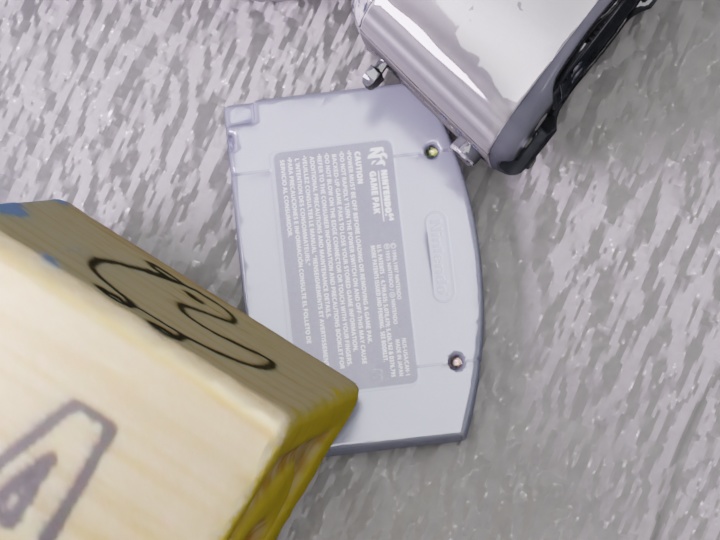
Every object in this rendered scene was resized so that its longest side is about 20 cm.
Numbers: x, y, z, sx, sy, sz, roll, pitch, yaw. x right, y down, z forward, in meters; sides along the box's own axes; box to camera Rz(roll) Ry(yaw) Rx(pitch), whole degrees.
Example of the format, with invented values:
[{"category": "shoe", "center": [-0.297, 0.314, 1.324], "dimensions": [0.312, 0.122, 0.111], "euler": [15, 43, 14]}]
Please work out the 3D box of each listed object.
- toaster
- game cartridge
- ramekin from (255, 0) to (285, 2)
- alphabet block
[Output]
[{"category": "toaster", "center": [0.086, -0.160, 1.425], "dimensions": [0.129, 0.114, 0.200], "euler": [38, 90, 7]}, {"category": "game cartridge", "center": [0.000, 0.000, 1.465], "dimensions": [0.132, 0.041, 0.201], "euler": [-7, 79, 4]}, {"category": "ramekin", "center": [-0.050, -0.242, 1.484], "dimensions": [0.201, 0.094, 0.203], "euler": [-1, 79, 3]}, {"category": "alphabet block", "center": [-0.144, 0.097, 1.353], "dimensions": [0.200, 0.195, 0.197], "euler": [31, 99, 7]}]
